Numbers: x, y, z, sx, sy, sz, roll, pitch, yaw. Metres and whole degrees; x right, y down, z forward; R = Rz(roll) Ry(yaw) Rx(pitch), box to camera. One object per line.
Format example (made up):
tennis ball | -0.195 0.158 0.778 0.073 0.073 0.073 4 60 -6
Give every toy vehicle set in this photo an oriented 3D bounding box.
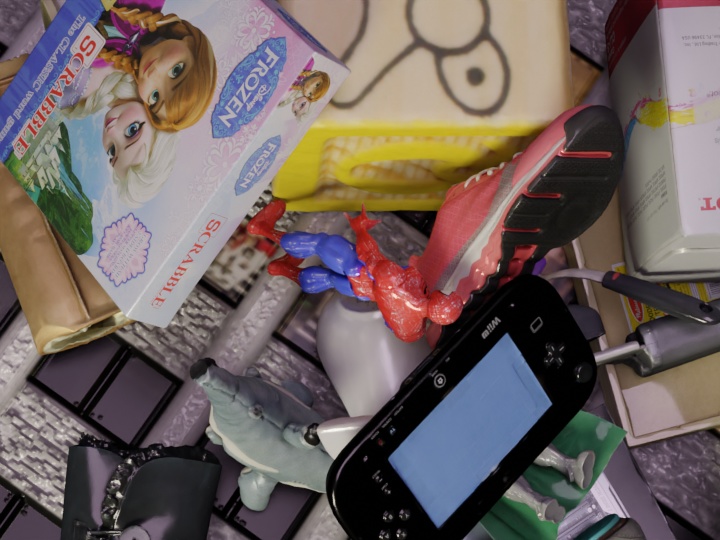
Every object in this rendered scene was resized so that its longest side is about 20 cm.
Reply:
toy vehicle set | 0.221 0.017 1.109 0.123 0.027 0.202 -12 78 -7

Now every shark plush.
shark plush | -0.049 0.092 0.997 0.083 0.201 0.091 16 61 32

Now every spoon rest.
spoon rest | 0.009 0.064 1.022 0.098 0.201 0.061 -8 121 14

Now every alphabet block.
alphabet block | 0.033 -0.162 1.051 0.193 0.197 0.203 0 77 -3

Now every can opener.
can opener | 0.199 0.036 1.061 0.198 0.053 0.068 -18 78 -10

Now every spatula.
spatula | 0.155 0.007 1.062 0.198 0.021 0.056 15 35 29

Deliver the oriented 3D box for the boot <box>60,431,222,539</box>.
boot | -0.112 0.202 1.012 0.198 0.076 0.170 11 80 5

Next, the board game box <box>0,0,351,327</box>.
board game box | -0.130 -0.105 0.967 0.200 0.041 0.201 45 105 32

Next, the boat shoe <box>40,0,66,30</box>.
boat shoe | -0.160 -0.111 1.090 0.068 0.075 0.202 -27 89 -14

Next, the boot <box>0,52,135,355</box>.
boot | -0.251 -0.035 1.065 0.174 0.066 0.202 -24 81 -9

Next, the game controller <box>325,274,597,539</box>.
game controller | 0.064 0.096 0.938 0.200 0.042 0.105 -45 127 -19

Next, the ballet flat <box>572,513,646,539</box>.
ballet flat | 0.105 0.228 0.978 0.199 0.067 0.064 -29 87 -11

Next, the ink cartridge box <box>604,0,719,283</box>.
ink cartridge box | 0.258 -0.101 1.051 0.143 0.145 0.203 -1 76 -5

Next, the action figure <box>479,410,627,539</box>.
action figure | 0.063 0.102 1.031 0.199 0.055 0.118 28 63 33

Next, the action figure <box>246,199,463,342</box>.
action figure | 0.000 0.000 1.007 0.051 0.199 0.066 -32 122 -22

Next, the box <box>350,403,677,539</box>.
box | 0.114 0.207 1.043 0.198 0.050 0.159 -25 79 -11

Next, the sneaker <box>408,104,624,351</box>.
sneaker | 0.085 -0.038 0.970 0.073 0.201 0.087 5 42 -39
